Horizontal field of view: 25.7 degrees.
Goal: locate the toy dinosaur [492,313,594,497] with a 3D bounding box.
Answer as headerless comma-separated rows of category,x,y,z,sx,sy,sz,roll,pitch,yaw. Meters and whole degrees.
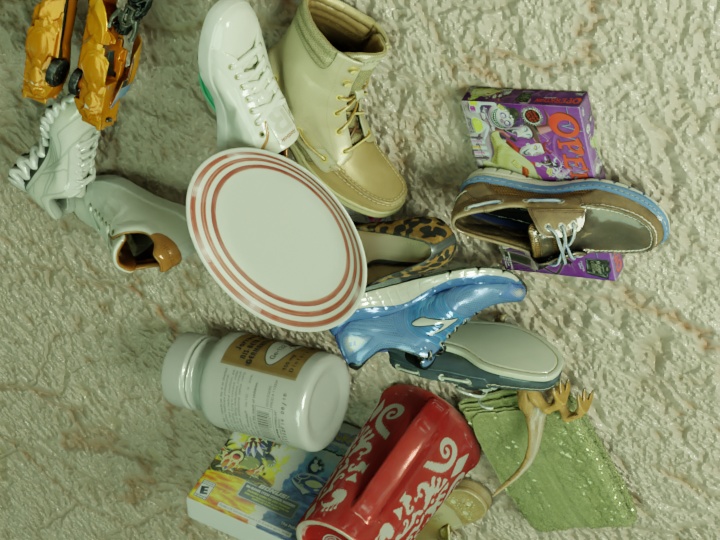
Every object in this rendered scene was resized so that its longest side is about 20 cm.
toy dinosaur,0.182,0.138,1.624,0.106,0.060,0.200,3,104,48

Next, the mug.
mug,0.022,0.226,1.724,0.133,0.200,0.178,17,140,31

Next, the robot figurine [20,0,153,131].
robot figurine,-0.271,-0.248,1.550,0.145,0.058,0.200,24,119,14

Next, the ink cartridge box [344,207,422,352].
ink cartridge box,0.000,0.000,1.652,0.119,0.042,0.200,-8,122,39

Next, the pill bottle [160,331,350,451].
pill bottle,-0.123,0.132,1.813,0.200,0.114,0.115,11,135,26

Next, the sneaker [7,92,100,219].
sneaker,-0.310,-0.129,1.701,0.081,0.075,0.200,53,139,9

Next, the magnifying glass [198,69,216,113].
magnifying glass,-0.115,-0.141,1.608,0.079,0.022,0.200,11,136,27

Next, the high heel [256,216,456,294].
high heel,-0.008,-0.009,1.509,0.200,0.143,0.072,-18,97,0

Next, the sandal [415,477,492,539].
sandal,0.078,0.316,1.888,0.078,0.070,0.212,40,141,-5

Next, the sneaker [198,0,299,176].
sneaker,-0.092,-0.161,1.447,0.085,0.073,0.200,27,145,29

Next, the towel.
towel,0.207,0.205,1.711,0.148,0.037,0.200,-11,119,41

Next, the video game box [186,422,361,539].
video game box,-0.072,0.247,1.837,0.200,0.182,0.047,20,137,17

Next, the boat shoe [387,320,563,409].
boat shoe,0.111,0.092,1.579,0.200,0.075,0.062,10,125,27

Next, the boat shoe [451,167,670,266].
boat shoe,0.176,-0.038,1.421,0.200,0.072,0.072,8,133,27

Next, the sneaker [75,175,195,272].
sneaker,-0.265,-0.049,1.735,0.200,0.085,0.073,16,138,39

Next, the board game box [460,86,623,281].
board game box,0.171,-0.079,1.463,0.120,0.032,0.200,3,131,28

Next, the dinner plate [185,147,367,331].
dinner plate,-0.077,-0.031,1.486,0.200,0.024,0.200,18,131,22

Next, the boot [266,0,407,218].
boot,-0.009,-0.154,1.477,0.200,0.073,0.155,47,141,1

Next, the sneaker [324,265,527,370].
sneaker,0.068,0.049,1.541,0.079,0.200,0.089,160,95,-84
